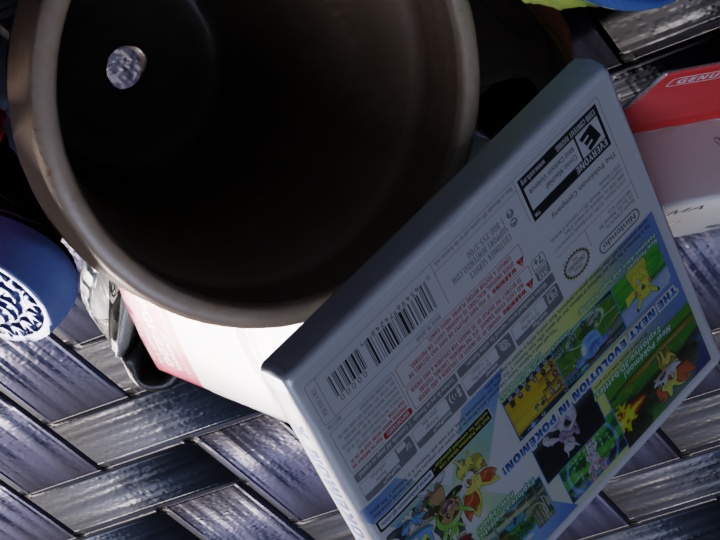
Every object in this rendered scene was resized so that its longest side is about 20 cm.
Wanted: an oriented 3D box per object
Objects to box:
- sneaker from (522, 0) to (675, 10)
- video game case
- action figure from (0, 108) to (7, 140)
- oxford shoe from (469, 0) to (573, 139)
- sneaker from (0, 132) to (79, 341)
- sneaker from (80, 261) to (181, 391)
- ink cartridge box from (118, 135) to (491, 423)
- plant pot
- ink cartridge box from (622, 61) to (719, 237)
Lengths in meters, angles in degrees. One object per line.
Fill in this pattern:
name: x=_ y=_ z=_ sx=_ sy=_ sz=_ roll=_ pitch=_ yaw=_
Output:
sneaker: x=0.110 y=-0.134 z=0.995 sx=0.200 sy=0.105 sz=0.076 roll=-12 pitch=120 yaw=-54
video game case: x=0.063 y=0.039 z=1.027 sx=0.022 sy=0.200 sz=0.182 roll=23 pitch=149 yaw=45
action figure: x=-0.171 y=-0.068 z=0.935 sx=0.065 sy=0.052 sz=0.200 roll=20 pitch=172 yaw=-4
oxford shoe: x=0.039 y=-0.118 z=1.095 sx=0.071 sy=0.073 sz=0.200 roll=-25 pitch=139 yaw=29
sneaker: x=-0.163 y=-0.024 z=1.037 sx=0.070 sy=0.078 sz=0.200 roll=50 pitch=160 yaw=-27
sneaker: x=-0.111 y=0.026 z=1.251 sx=0.075 sy=0.116 sz=0.200 roll=-1 pitch=145 yaw=-4
ink cartridge box: x=0.000 y=0.000 z=1.110 sx=0.200 sy=0.146 sz=0.085 roll=16 pitch=135 yaw=50
plant pot: x=-0.075 y=-0.085 z=1.030 sx=0.200 sy=0.200 sz=0.175 roll=19 pitch=179 yaw=-28
ink cartridge box: x=0.193 y=-0.060 z=1.122 sx=0.200 sy=0.045 sz=0.176 roll=-11 pitch=170 yaw=-22
